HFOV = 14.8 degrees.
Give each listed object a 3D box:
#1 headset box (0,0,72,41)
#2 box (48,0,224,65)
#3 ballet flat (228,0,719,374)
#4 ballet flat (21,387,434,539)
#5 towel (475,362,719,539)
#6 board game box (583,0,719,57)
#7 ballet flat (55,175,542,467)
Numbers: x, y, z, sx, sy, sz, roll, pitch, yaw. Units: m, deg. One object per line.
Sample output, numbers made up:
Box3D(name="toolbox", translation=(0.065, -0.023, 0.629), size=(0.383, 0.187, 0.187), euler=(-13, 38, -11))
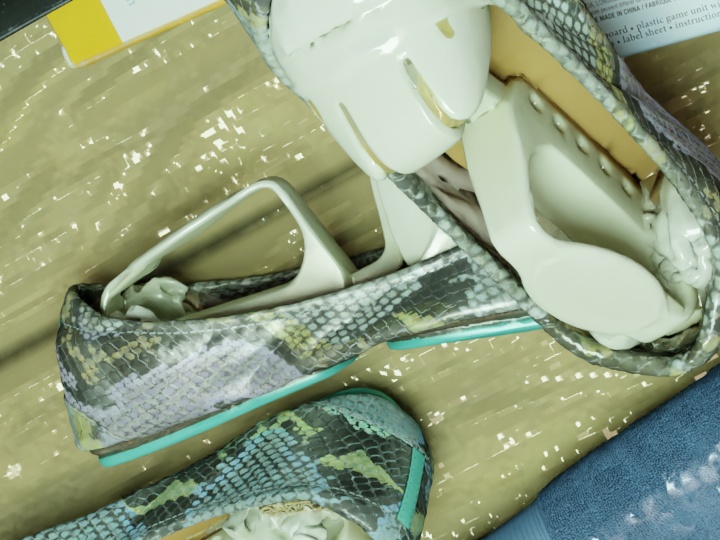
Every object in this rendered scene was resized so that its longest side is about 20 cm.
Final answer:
Box3D(name="headset box", translation=(-0.161, -0.118, 0.731), size=(0.077, 0.200, 0.149), euler=(-32, 104, -20))
Box3D(name="box", translation=(-0.016, -0.144, 0.710), size=(0.200, 0.041, 0.119), euler=(-21, 103, 25))
Box3D(name="ballet flat", translation=(0.030, -0.040, 0.681), size=(0.072, 0.072, 0.200), euler=(-38, 120, 20))
Box3D(name="ballet flat", translation=(-0.065, 0.105, 0.842), size=(0.200, 0.074, 0.074), euler=(-34, 101, 21))
Box3D(name="towel", translation=(0.088, 0.108, 0.832), size=(0.200, 0.049, 0.112), euler=(-38, 99, 21))
Box3D(name="board game box", translation=(0.074, -0.162, 0.740), size=(0.199, 0.043, 0.200), euler=(-14, 107, 15))
Box3D(name="ballet flat", translation=(0.000, 0.000, 0.800), size=(0.200, 0.072, 0.072), euler=(-17, 106, 14))
